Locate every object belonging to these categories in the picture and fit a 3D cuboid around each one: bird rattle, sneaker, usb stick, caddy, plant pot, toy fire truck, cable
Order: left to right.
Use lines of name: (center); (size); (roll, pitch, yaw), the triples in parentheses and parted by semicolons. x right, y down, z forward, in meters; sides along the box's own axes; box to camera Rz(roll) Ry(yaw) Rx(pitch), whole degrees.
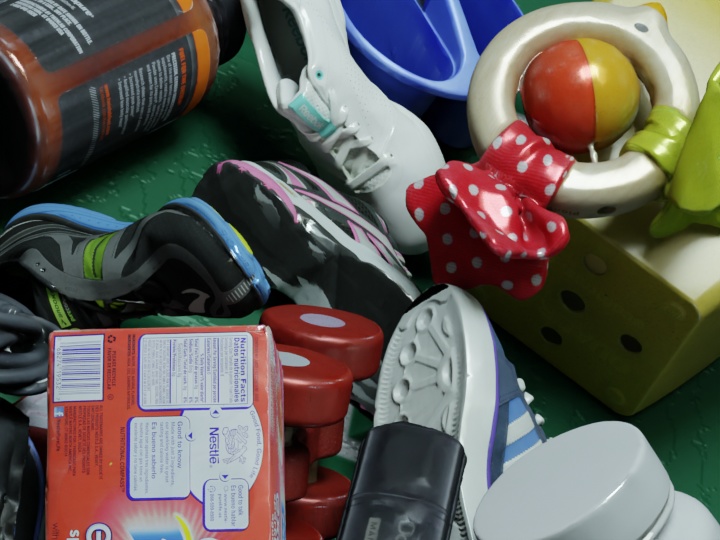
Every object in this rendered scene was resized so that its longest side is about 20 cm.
cable: (-0.221, 0.009, 1.059); (0.199, 0.051, 0.163); (28, -3, 13)
sneaker: (-0.126, 0.009, 1.175); (0.083, 0.199, 0.071); (-53, 129, -35)
toy fire truck: (-0.084, 0.077, 1.146); (0.167, 0.113, 0.200); (12, 14, 8)
sneaker: (-0.018, -0.092, 1.338); (0.201, 0.075, 0.088); (58, 19, -3)
sneaker: (0.000, 0.000, 1.305); (0.200, 0.080, 0.086); (47, 34, 11)
usb stick: (0.010, 0.151, 1.080); (0.055, 0.033, 0.201); (9, 44, 6)
caddy: (0.026, -0.169, 1.454); (0.141, 0.105, 0.201); (-7, 53, -34)
sneaker: (0.087, 0.117, 1.216); (0.146, 0.080, 0.201); (22, 50, -37)
bird rattle: (0.120, -0.070, 1.240); (0.198, 0.113, 0.164); (-13, 61, 5)
plant pot: (0.171, -0.037, 1.356); (0.200, 0.200, 0.177); (36, 56, 8)

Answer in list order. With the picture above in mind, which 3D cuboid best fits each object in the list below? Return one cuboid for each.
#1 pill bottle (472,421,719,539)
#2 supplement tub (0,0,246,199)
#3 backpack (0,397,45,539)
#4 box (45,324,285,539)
pill bottle: (0.143, 0.181, 1.107); (0.201, 0.113, 0.113); (58, 39, -18)
supplement tub: (-0.154, -0.122, 1.311); (0.107, 0.107, 0.200); (44, 44, 15)
backpack: (-0.228, 0.132, 0.995); (0.199, 0.154, 0.191); (27, 48, -14)
box: (-0.083, 0.131, 0.988); (0.099, 0.096, 0.202); (-2, 76, 2)
